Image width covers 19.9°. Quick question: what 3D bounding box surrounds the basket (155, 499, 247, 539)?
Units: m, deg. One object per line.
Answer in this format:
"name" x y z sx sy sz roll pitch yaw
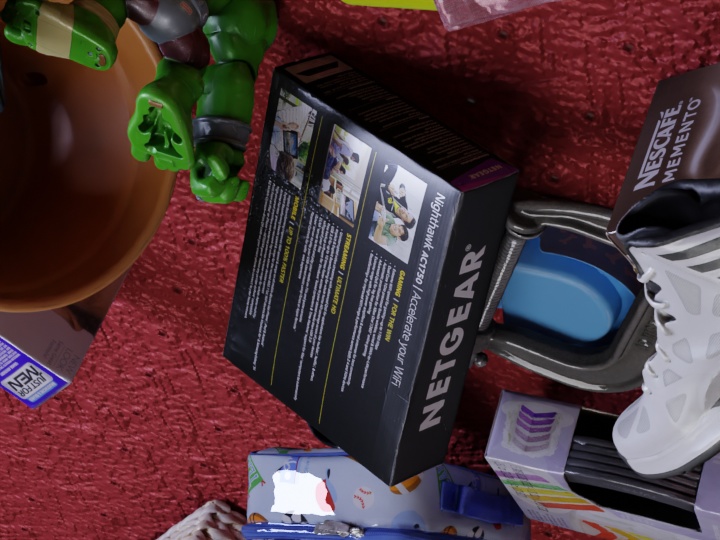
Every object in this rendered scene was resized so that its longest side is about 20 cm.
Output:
"basket" -0.110 0.314 1.657 0.198 0.161 0.200 32 146 -12

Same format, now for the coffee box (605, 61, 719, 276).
"coffee box" 0.232 -0.053 1.001 0.200 0.114 0.080 -16 130 43

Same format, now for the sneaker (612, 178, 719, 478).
"sneaker" 0.159 0.018 0.993 0.115 0.076 0.201 38 137 -5

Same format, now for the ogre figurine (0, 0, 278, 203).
"ogre figurine" -0.106 -0.138 1.086 0.200 0.120 0.098 38 148 -17

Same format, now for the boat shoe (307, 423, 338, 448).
"boat shoe" -0.002 0.074 1.311 0.075 0.062 0.200 28 163 3

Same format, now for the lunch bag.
"lunch bag" 0.023 0.163 1.383 0.160 0.076 0.200 -1 169 32

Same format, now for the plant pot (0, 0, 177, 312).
"plant pot" -0.225 -0.078 1.195 0.200 0.200 0.140 44 158 -27

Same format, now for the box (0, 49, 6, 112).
"box" -0.224 -0.194 1.017 0.051 0.200 0.158 -14 138 -1

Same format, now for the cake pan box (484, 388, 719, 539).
"cake pan box" 0.183 0.136 1.287 0.184 0.052 0.200 11 164 15

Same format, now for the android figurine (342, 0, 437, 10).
"android figurine" -0.003 -0.203 1.009 0.200 0.041 0.182 7 142 21

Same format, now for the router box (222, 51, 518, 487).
"router box" 0.000 0.000 1.155 0.149 0.051 0.200 36 129 33

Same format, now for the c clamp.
"c clamp" 0.099 0.014 1.160 0.171 0.027 0.200 25 146 -2

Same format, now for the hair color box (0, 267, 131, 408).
"hair color box" -0.262 -0.012 1.359 0.200 0.109 0.065 37 142 -19

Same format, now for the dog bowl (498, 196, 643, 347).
"dog bowl" 0.081 -0.002 1.218 0.200 0.050 0.112 13 144 17

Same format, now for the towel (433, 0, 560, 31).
"towel" 0.074 -0.190 0.929 0.144 0.023 0.200 -11 142 18
